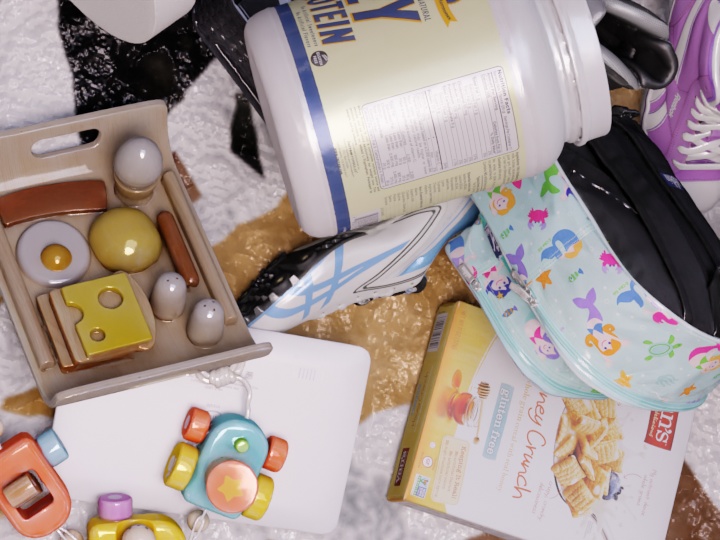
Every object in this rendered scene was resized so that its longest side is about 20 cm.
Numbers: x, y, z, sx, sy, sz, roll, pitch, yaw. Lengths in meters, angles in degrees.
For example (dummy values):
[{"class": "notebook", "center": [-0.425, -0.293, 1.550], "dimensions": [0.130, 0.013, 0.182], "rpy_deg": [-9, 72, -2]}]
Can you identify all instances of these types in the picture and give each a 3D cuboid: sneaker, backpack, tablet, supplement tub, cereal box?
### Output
[{"class": "sneaker", "center": [0.172, -0.145, 1.525], "dimensions": [0.075, 0.115, 0.200], "rpy_deg": [-59, 149, 5]}, {"class": "backpack", "center": [0.167, 0.004, 1.492], "dimensions": [0.177, 0.151, 0.200], "rpy_deg": [7, 39, -53]}, {"class": "tablet", "center": [-0.100, 0.098, 1.472], "dimensions": [0.199, 0.014, 0.131], "rpy_deg": [10, 99, -14]}, {"class": "sneaker", "center": [0.240, -0.108, 1.554], "dimensions": [0.072, 0.114, 0.201], "rpy_deg": [-5, 123, -7]}, {"class": "supplement tub", "center": [0.040, -0.114, 1.386], "dimensions": [0.199, 0.145, 0.146], "rpy_deg": [-17, 91, -4]}, {"class": "sneaker", "center": [0.000, 0.000, 1.516], "dimensions": [0.200, 0.072, 0.073], "rpy_deg": [-32, 104, -17]}, {"class": "cereal box", "center": [0.130, 0.120, 1.566], "dimensions": [0.199, 0.040, 0.145], "rpy_deg": [19, 78, -17]}]

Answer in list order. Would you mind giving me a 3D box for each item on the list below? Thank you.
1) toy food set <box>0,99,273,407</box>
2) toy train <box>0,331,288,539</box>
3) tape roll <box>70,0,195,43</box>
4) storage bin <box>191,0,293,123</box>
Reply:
[{"class": "toy food set", "center": [-0.156, -0.013, 1.428], "dimensions": [0.143, 0.061, 0.201], "rpy_deg": [-14, 60, -21]}, {"class": "toy train", "center": [-0.143, 0.131, 1.432], "dimensions": [0.199, 0.056, 0.151], "rpy_deg": [-29, 106, -6]}, {"class": "tape roll", "center": [-0.177, -0.235, 1.403], "dimensions": [0.037, 0.203, 0.203], "rpy_deg": [-37, 97, -19]}, {"class": "storage bin", "center": [0.003, -0.189, 1.523], "dimensions": [0.200, 0.094, 0.135], "rpy_deg": [-40, 98, -18]}]
